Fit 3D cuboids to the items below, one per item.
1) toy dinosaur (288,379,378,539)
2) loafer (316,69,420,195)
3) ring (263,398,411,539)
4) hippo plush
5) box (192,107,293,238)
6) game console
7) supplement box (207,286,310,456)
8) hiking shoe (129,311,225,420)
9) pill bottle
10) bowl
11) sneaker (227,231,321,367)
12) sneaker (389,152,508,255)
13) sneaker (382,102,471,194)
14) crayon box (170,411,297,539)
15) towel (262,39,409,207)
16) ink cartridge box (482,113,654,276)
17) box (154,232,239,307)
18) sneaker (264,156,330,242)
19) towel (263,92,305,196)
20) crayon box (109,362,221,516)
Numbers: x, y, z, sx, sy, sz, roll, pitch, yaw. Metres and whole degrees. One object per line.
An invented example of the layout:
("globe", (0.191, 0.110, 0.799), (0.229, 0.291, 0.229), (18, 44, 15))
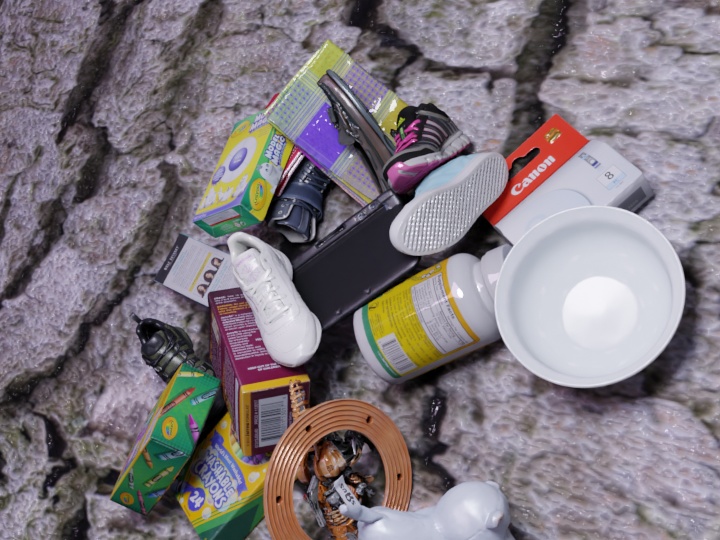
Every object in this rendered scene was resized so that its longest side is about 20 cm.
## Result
("toy dinosaur", (-0.031, 0.221, 1.358), (0.102, 0.136, 0.200), (5, 112, 24))
("loafer", (0.003, -0.166, 1.511), (0.063, 0.200, 0.072), (-39, 11, 3))
("ring", (-0.025, 0.243, 1.309), (0.019, 0.200, 0.201), (1, 67, 53))
("hippo plush", (0.082, 0.279, 1.248), (0.161, 0.200, 0.159), (-23, 12, -1))
("box", (-0.147, -0.147, 1.592), (0.117, 0.048, 0.200), (-16, 45, 47))
("game console", (0.000, 0.000, 1.471), (0.200, 0.176, 0.116), (-35, 76, 17))
("supplement box", (-0.130, 0.121, 1.468), (0.086, 0.110, 0.200), (-8, 38, -16))
("hiking shoe", (-0.259, 0.134, 1.612), (0.076, 0.101, 0.200), (-52, 47, 3))
("pill bottle", (0.101, 0.048, 1.371), (0.200, 0.113, 0.113), (-27, 53, 25))
("bowl", (0.253, 0.038, 1.260), (0.201, 0.090, 0.201), (-8, 69, 20))
("sneaker", (-0.113, 0.034, 1.396), (0.075, 0.100, 0.200), (-37, 48, 9))
("sneaker", (0.092, -0.077, 1.397), (0.200, 0.074, 0.082), (-34, 22, -36))
("sneaker", (0.067, -0.159, 1.455), (0.074, 0.200, 0.087), (-39, 89, 33))
("crayon box", (-0.147, 0.246, 1.499), (0.200, 0.052, 0.126), (-49, 47, 5))
("towel", (-0.011, -0.192, 1.550), (0.144, 0.200, 0.023), (-50, 10, -1))
("ink cartridge box", (0.224, -0.099, 1.387), (0.160, 0.047, 0.200), (-42, 46, 3))
("box", (-0.205, 0.015, 1.670), (0.200, 0.049, 0.082), (22, 81, 43))
("sneaker", (-0.054, -0.122, 1.598), (0.202, 0.077, 0.146), (-30, 39, 34))
("towel", (-0.117, -0.181, 1.651), (0.145, 0.022, 0.200), (-56, 29, -3))
("crayon box", (-0.253, 0.220, 1.507), (0.200, 0.058, 0.119), (-52, 15, 48))
